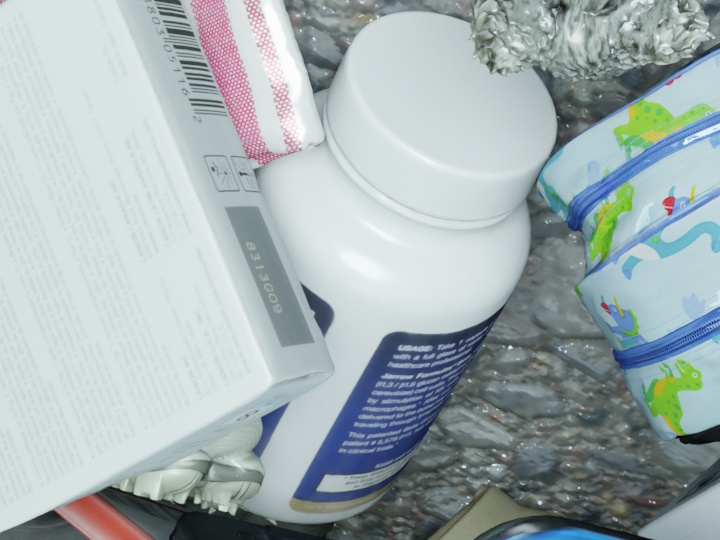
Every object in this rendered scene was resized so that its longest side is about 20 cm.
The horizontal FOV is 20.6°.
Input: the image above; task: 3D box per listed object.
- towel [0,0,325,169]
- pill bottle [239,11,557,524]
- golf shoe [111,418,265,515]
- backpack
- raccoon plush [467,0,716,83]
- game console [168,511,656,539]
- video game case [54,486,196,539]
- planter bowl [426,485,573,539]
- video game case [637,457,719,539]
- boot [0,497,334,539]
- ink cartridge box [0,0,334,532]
[{"bbox_3d":[-0.116,-0.086,0.722,0.199,0.030,0.148,-17,94,29],"label":"towel"},{"bbox_3d":[0.000,0.000,0.768,0.110,0.112,0.201,22,135,-7],"label":"pill bottle"},{"bbox_3d":[-0.110,0.027,0.768,0.199,0.098,0.078,11,177,35],"label":"golf shoe"},{"bbox_3d":[0.141,-0.018,0.653,0.162,0.200,0.154,-24,107,30],"label":"backpack"},{"bbox_3d":[0.051,-0.150,0.594,0.096,0.135,0.201,-16,127,29],"label":"raccoon plush"},{"bbox_3d":[0.062,0.107,0.680,0.199,0.171,0.119,18,105,-34],"label":"game console"},{"bbox_3d":[-0.018,0.145,0.766,0.199,0.018,0.143,32,180,33],"label":"video game case"},{"bbox_3d":[0.060,0.184,0.893,0.135,0.200,0.200,49,131,5],"label":"planter bowl"},{"bbox_3d":[0.210,0.027,0.702,0.200,0.182,0.023,-39,83,38],"label":"video game case"},{"bbox_3d":[-0.107,0.110,0.943,0.198,0.070,0.132,9,130,-6],"label":"boot"},{"bbox_3d":[-0.122,0.005,0.694,0.199,0.047,0.161,-29,79,28],"label":"ink cartridge box"}]
